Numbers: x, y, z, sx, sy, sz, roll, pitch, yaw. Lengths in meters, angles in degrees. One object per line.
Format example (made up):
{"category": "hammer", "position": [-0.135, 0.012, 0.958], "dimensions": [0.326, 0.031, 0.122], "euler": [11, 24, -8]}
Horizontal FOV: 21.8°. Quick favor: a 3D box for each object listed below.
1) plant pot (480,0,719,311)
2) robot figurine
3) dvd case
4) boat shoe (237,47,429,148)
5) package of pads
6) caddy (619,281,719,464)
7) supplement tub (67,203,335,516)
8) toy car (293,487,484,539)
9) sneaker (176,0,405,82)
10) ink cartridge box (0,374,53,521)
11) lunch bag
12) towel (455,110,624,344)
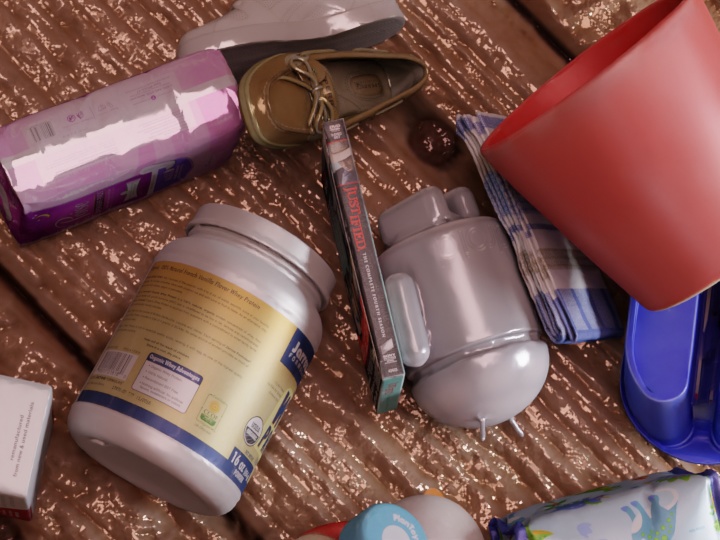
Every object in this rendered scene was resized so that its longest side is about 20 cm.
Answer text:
{"category": "plant pot", "position": [0.218, -0.082, 1.396], "dimensions": [0.200, 0.200, 0.178], "euler": [-40, 96, -17]}
{"category": "robot figurine", "position": [0.079, 0.036, 1.462], "dimensions": [0.169, 0.112, 0.202], "euler": [-5, 72, -47]}
{"category": "dvd case", "position": [0.000, 0.000, 1.444], "dimensions": [0.022, 0.146, 0.202], "euler": [-13, 76, -5]}
{"category": "boat shoe", "position": [-0.021, -0.141, 1.467], "dimensions": [0.200, 0.063, 0.074], "euler": [-13, 88, -55]}
{"category": "package of pads", "position": [-0.188, -0.096, 1.451], "dimensions": [0.198, 0.121, 0.076], "euler": [-22, 79, -15]}
{"category": "caddy", "position": [0.280, 0.053, 1.500], "dimensions": [0.140, 0.105, 0.202], "euler": [5, 66, 14]}
{"category": "supplement tub", "position": [-0.115, 0.066, 1.405], "dimensions": [0.143, 0.144, 0.201], "euler": [28, 72, -1]}
{"category": "toy car", "position": [0.045, 0.242, 1.396], "dimensions": [0.199, 0.184, 0.178], "euler": [-29, 80, -45]}
{"category": "sneaker", "position": [-0.073, -0.228, 1.538], "dimensions": [0.198, 0.074, 0.117], "euler": [-16, 76, -24]}
{"category": "ink cartridge box", "position": [-0.328, 0.114, 1.355], "dimensions": [0.198, 0.146, 0.084], "euler": [13, 75, -5]}
{"category": "lunch bag", "position": [0.206, 0.266, 1.420], "dimensions": [0.168, 0.127, 0.202], "euler": [-13, 89, -9]}
{"category": "towel", "position": [0.144, -0.033, 1.494], "dimensions": [0.024, 0.147, 0.202], "euler": [-28, 79, 23]}
